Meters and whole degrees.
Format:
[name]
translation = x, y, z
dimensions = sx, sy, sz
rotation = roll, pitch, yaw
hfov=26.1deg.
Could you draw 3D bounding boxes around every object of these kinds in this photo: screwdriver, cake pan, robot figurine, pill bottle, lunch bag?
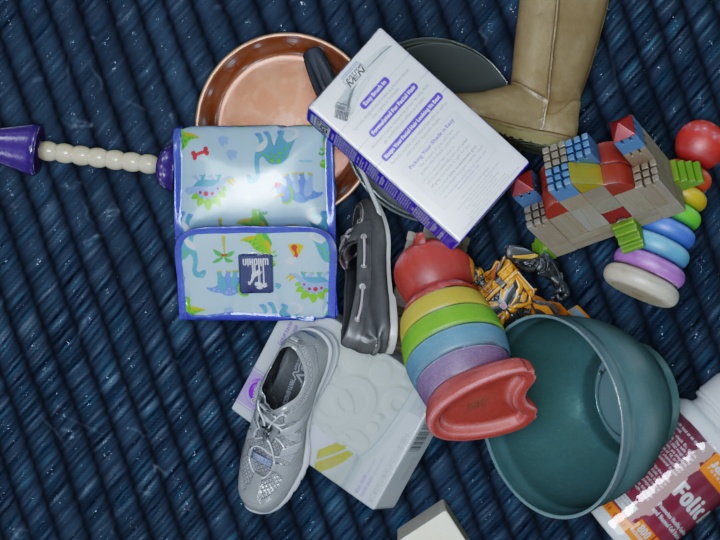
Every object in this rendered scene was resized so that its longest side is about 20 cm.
[screwdriver]
translation = -0.016, -0.148, 1.619
dimensions = 0.028, 0.029, 0.201
rotation = -19, 68, -13
[cake pan]
translation = 0.081, -0.153, 1.652
dimensions = 0.198, 0.037, 0.202
rotation = 1, 86, -11
[robot figurine]
translation = 0.182, 0.070, 1.647
dimensions = 0.145, 0.058, 0.200
rotation = -44, 108, 1
[pill bottle]
translation = 0.335, 0.209, 1.636
dimensions = 0.200, 0.114, 0.114
rotation = -41, 90, 2
[lunch bag]
translation = -0.107, -0.048, 1.601
dimensions = 0.168, 0.127, 0.202
rotation = 0, 91, 1

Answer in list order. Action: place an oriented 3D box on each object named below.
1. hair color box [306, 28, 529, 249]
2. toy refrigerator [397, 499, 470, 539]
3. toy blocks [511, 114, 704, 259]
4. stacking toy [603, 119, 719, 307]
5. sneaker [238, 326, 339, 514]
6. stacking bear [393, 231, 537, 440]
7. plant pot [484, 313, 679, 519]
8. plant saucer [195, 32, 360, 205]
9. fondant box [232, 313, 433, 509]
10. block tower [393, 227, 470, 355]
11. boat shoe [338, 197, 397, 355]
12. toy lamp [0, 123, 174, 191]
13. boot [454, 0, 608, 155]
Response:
[hair color box]
translation = 0.055, -0.129, 1.531
dimensions = 0.200, 0.065, 0.109
rotation = 42, 82, 0
[toy refrigerator]
translation = 0.116, 0.353, 1.664
dimensions = 0.070, 0.076, 0.201
rotation = -32, 91, 2
[toy blocks]
translation = 0.237, -0.087, 1.596
dimensions = 0.199, 0.137, 0.101
rotation = -21, 56, 26
[stacking toy]
translation = 0.334, -0.066, 1.656
dimensions = 0.085, 0.085, 0.201
rotation = 24, 84, 1
[sneaker]
translation = -0.089, 0.151, 1.584
dimensions = 0.074, 0.082, 0.202
rotation = 17, 93, 25
[stacking bear]
translation = 0.090, 0.056, 1.539
dimensions = 0.113, 0.122, 0.201
rotation = -16, 57, -3
[plant pot]
translation = 0.235, 0.137, 1.559
dimensions = 0.133, 0.200, 0.202
rotation = -7, 91, -37
[plant saucer]
translation = -0.079, -0.155, 1.679
dimensions = 0.198, 0.032, 0.202
rotation = 0, 91, 1
[fondant box]
translation = -0.019, 0.137, 1.629
dimensions = 0.199, 0.058, 0.145
rotation = 32, 98, 25
[block tower]
translation = 0.063, 0.054, 1.661
dimensions = 0.054, 0.058, 0.202
rotation = 14, 90, 26
[boat shoe]
translation = 0.000, 0.000, 1.615
dimensions = 0.056, 0.067, 0.201
rotation = 4, 50, -14
[toy lamp]
translation = -0.296, -0.122, 1.673
dimensions = 0.198, 0.058, 0.059
rotation = 9, 91, 0
[boot]
translation = 0.167, -0.230, 1.627
dimensions = 0.174, 0.066, 0.202
rotation = 13, 82, -18
